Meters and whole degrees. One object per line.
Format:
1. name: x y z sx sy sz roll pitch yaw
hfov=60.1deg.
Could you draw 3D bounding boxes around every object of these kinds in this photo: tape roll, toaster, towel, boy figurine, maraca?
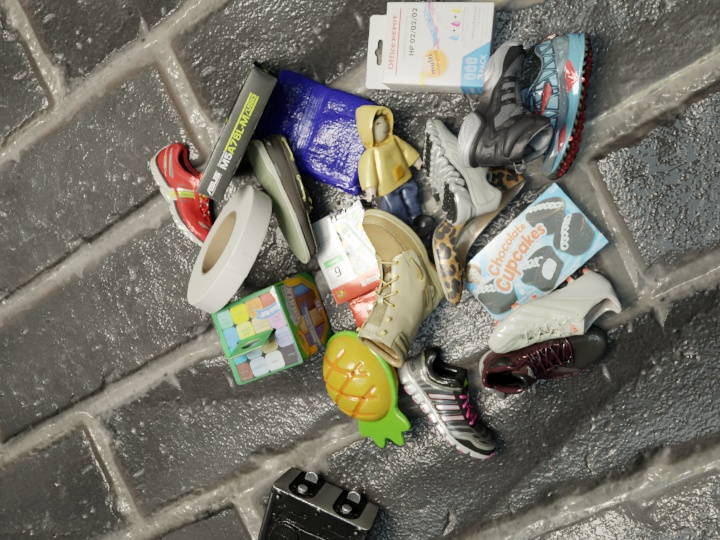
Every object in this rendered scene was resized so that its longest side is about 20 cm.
1. tape roll: -0.201 -0.034 0.949 0.037 0.204 0.204 28 107 -25
2. toaster: -0.075 0.456 1.042 0.177 0.118 0.204 19 101 13
3. towel: -0.067 -0.221 0.995 0.197 0.049 0.151 23 103 12
4. boy figurine: 0.050 -0.155 0.942 0.064 0.123 0.204 2 114 58
5. maraca: 0.009 0.190 0.992 0.136 0.106 0.203 -22 95 47

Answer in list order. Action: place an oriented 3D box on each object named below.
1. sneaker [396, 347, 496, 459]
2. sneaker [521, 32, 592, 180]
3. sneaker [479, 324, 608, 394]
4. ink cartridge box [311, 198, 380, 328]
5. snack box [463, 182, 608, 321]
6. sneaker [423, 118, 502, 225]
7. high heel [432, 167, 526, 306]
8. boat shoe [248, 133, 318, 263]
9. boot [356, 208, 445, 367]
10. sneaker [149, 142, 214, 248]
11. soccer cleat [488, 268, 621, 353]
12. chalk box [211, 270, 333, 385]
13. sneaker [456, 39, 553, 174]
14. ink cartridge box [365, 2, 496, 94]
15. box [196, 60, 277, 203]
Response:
1. sneaker: 0.148 0.201 0.971 0.200 0.073 0.088 47 112 11
2. sneaker: 0.274 -0.233 0.895 0.094 0.079 0.205 10 93 29
3. sneaker: 0.267 0.141 0.909 0.196 0.115 0.077 -21 91 17
4. ink cartridge box: 0.000 0.000 1.001 0.107 0.050 0.204 -24 89 18
5. snack box: 0.254 -0.019 0.934 0.200 0.037 0.117 -44 83 16
6. sneaker: 0.142 -0.148 0.903 0.079 0.076 0.203 -10 51 -7
7. high heel: 0.179 -0.053 0.913 0.139 0.071 0.205 -7 73 20
8. boat shoe: -0.107 -0.114 0.966 0.060 0.071 0.205 -25 94 -27
9. boot: 0.038 0.028 0.908 0.072 0.157 0.201 7 143 46
10. sneaker: -0.282 -0.126 1.056 0.084 0.077 0.202 -32 88 11
11. soccer cleat: 0.277 0.070 0.891 0.197 0.070 0.078 -29 53 -3
12. chalk box: -0.142 0.090 0.974 0.123 0.200 0.126 -21 91 16
13. sneaker: 0.212 -0.217 0.842 0.112 0.076 0.203 19 73 23
14. ink cartridge box: 0.097 -0.330 0.925 0.195 0.068 0.118 6 98 15
15. box: -0.187 -0.220 0.954 0.047 0.201 0.195 26 104 -17
